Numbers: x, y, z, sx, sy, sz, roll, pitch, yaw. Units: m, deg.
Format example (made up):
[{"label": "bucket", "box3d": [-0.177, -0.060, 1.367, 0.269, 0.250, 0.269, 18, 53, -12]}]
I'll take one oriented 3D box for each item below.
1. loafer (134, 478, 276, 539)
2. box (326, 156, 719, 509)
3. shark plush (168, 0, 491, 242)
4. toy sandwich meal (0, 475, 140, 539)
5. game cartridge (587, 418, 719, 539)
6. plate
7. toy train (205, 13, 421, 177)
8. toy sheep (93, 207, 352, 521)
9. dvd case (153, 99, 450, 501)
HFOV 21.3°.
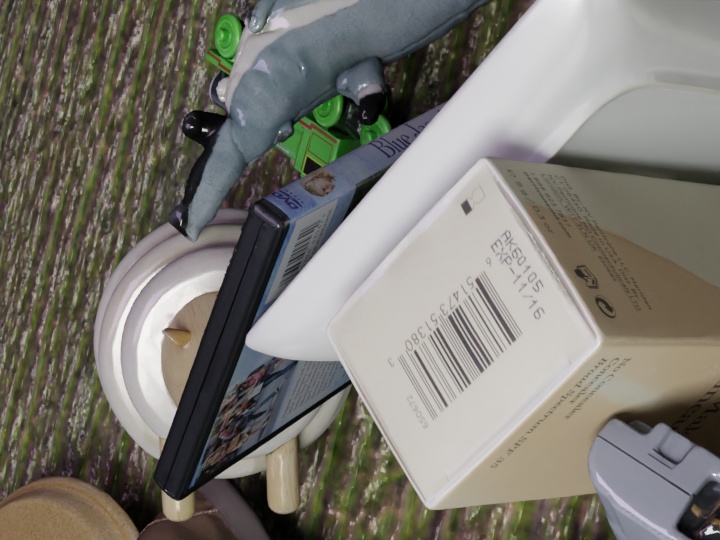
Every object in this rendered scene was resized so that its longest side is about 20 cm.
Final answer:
[{"label": "loafer", "box3d": [-0.047, 0.173, 0.887, 0.071, 0.073, 0.200, -32, 37, -13]}, {"label": "box", "box3d": [0.094, 0.023, 0.684, 0.095, 0.199, 0.078, -48, 60, 30]}, {"label": "shark plush", "box3d": [-0.016, -0.098, 0.860, 0.083, 0.200, 0.091, 34, 149, 26]}, {"label": "toy sandwich meal", "box3d": [-0.155, 0.210, 1.012, 0.204, 0.070, 0.208, -11, 74, 41]}, {"label": "game cartridge", "box3d": [0.167, 0.128, 0.629, 0.199, 0.133, 0.042, 33, 74, 28]}, {"label": "plate", "box3d": [0.081, -0.027, 0.716, 0.200, 0.199, 0.032, -49, 62, 28]}, {"label": "toy train", "box3d": [-0.015, -0.070, 0.938, 0.200, 0.041, 0.057, 37, 119, 43]}, {"label": "toy sheep", "box3d": [-0.063, 0.035, 0.899, 0.200, 0.136, 0.139, -129, 56, -76]}, {"label": "dvd case", "box3d": [0.000, 0.000, 0.779, 0.017, 0.199, 0.144, 36, 127, 18]}]
